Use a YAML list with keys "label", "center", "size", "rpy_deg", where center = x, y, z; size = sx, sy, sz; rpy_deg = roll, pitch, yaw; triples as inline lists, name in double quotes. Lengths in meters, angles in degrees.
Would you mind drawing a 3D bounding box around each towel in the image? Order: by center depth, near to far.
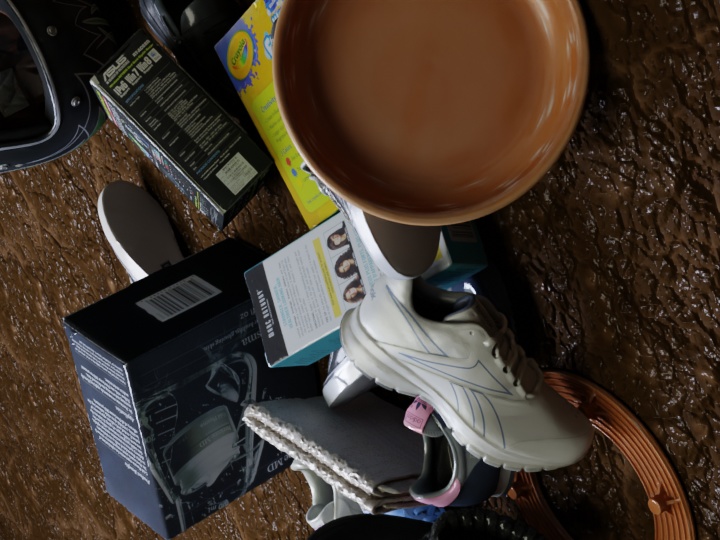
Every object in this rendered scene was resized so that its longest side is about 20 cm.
- label: "towel"
  center: [0.004, 0.147, 1.177]
  size: [0.199, 0.131, 0.035]
  rpy_deg: [25, 110, 48]

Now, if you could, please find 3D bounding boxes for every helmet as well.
- label: "helmet"
  center: [-0.330, -0.199, 1.374]
  size: [0.202, 0.189, 0.200]
  rpy_deg: [61, -175, -10]

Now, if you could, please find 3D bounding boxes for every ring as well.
- label: "ring"
  center: [0.170, 0.170, 1.052]
  size: [0.200, 0.019, 0.202]
  rpy_deg: [38, 141, 38]

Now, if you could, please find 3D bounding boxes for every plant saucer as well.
- label: "plant saucer"
  center: [0.044, -0.129, 0.876]
  size: [0.202, 0.198, 0.037]
  rpy_deg: [62, -179, 1]

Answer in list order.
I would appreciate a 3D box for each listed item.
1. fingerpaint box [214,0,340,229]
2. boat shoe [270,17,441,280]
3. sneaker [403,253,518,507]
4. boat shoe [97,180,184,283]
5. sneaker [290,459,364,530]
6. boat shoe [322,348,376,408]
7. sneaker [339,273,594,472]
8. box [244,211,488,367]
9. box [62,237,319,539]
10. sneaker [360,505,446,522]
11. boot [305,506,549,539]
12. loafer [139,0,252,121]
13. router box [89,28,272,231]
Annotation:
- label: "fingerpaint box"
  center: [-0.007, -0.146, 1.030]
  size: [0.168, 0.073, 0.200]
  rpy_deg: [61, 147, 2]
- label: "boat shoe"
  center: [-0.010, -0.086, 0.938]
  size: [0.068, 0.073, 0.201]
  rpy_deg: [-21, 95, 52]
- label: "sneaker"
  center: [0.072, 0.087, 1.056]
  size: [0.070, 0.081, 0.203]
  rpy_deg: [21, 118, 60]
- label: "boat shoe"
  center: [-0.225, 0.008, 1.479]
  size: [0.201, 0.074, 0.093]
  rpy_deg: [57, 142, 10]
- label: "sneaker"
  center: [0.003, 0.240, 1.284]
  size: [0.202, 0.099, 0.075]
  rpy_deg: [61, 147, 1]
- label: "boat shoe"
  center: [0.010, 0.041, 1.148]
  size: [0.068, 0.071, 0.201]
  rpy_deg: [55, 144, 19]
- label: "sneaker"
  center: [0.082, 0.069, 0.980]
  size: [0.199, 0.075, 0.087]
  rpy_deg: [31, 126, -2]
- label: "box"
  center: [0.000, 0.000, 1.063]
  size: [0.199, 0.049, 0.083]
  rpy_deg: [-30, 69, 37]
- label: "box"
  center: [-0.153, 0.108, 1.322]
  size: [0.123, 0.199, 0.199]
  rpy_deg: [26, 134, 44]
- label: "sneaker"
  center: [0.070, 0.231, 1.217]
  size: [0.201, 0.066, 0.079]
  rpy_deg: [55, 138, 13]
- label: "boot"
  center: [0.049, 0.228, 1.091]
  size: [0.158, 0.208, 0.081]
  rpy_deg: [78, -168, -77]
- label: "loafer"
  center: [-0.129, -0.200, 1.181]
  size: [0.201, 0.068, 0.071]
  rpy_deg: [48, 156, 31]
- label: "router box"
  center: [-0.149, -0.113, 1.177]
  size: [0.150, 0.062, 0.200]
  rpy_deg: [44, 174, -3]
